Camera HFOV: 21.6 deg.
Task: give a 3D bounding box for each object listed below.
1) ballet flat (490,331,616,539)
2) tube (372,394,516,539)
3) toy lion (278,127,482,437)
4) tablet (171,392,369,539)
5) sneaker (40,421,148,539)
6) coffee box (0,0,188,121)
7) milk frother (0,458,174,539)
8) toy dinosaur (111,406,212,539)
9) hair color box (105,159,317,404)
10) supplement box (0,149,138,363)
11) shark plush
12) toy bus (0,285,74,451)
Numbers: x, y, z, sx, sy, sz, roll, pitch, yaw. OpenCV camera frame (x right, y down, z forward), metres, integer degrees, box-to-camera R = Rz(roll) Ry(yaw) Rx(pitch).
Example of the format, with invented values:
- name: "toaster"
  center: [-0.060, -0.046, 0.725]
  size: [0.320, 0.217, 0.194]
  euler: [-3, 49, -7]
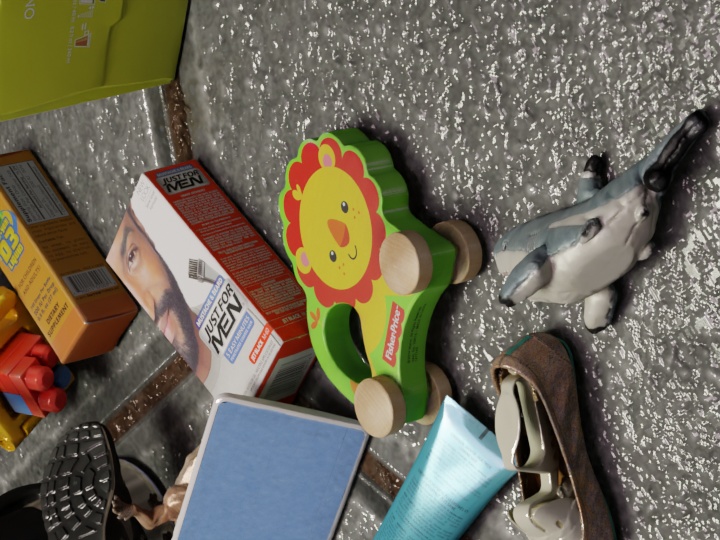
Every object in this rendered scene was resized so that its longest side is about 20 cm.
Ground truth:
- name: "ballet flat"
  center: [0.130, 0.146, 1.352]
  size: [0.068, 0.067, 0.200]
  euler: [-11, 96, 48]
- name: "tube"
  center: [0.053, 0.189, 1.464]
  size: [0.077, 0.050, 0.200]
  euler: [36, 126, 10]
- name: "toy lion"
  center: [0.000, 0.000, 1.450]
  size: [0.192, 0.069, 0.200]
  euler: [36, 127, 41]
- name: "tablet"
  center: [-0.079, 0.189, 1.562]
  size: [0.014, 0.130, 0.200]
  euler: [-91, 16, -56]
- name: "sneaker"
  center: [-0.224, 0.235, 1.657]
  size: [0.076, 0.088, 0.200]
  euler: [-13, 74, 25]
- name: "coffee box"
  center: [-0.270, -0.261, 1.532]
  size: [0.198, 0.200, 0.200]
  euler: [35, 127, 33]
- name: "milk frother"
  center: [-0.290, 0.210, 1.710]
  size: [0.180, 0.188, 0.200]
  euler: [32, 127, 30]
- name: "toy dinosaur"
  center: [-0.123, 0.222, 1.638]
  size: [0.135, 0.086, 0.200]
  euler: [-12, 112, 17]
- name: "hair color box"
  center: [-0.120, 0.017, 1.573]
  size: [0.200, 0.064, 0.111]
  euler: [49, 134, 24]
- name: "supplement box"
  center: [-0.289, -0.015, 1.735]
  size: [0.200, 0.069, 0.067]
  euler: [55, 133, 21]
- name: "shark plush"
  center: [0.153, -0.042, 1.270]
  size: [0.200, 0.091, 0.083]
  euler: [121, 149, -45]
- name: "toy bus"
  center: [-0.356, 0.071, 1.752]
  size: [0.192, 0.136, 0.200]
  euler: [5, 134, 40]
